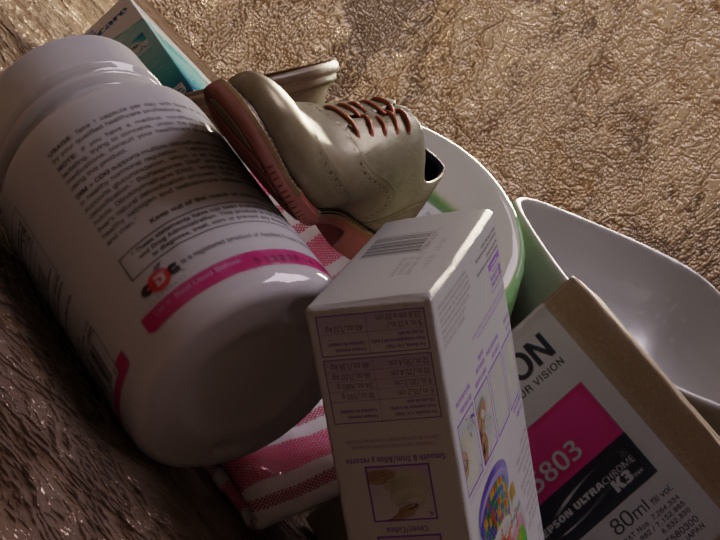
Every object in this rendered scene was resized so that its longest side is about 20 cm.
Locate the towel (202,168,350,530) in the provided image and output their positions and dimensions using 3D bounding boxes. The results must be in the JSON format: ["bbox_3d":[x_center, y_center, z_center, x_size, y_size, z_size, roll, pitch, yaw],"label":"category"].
[{"bbox_3d":[-0.045,0.029,0.869,0.200,0.146,0.030,51,-35,27],"label":"towel"}]

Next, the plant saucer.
[{"bbox_3d":[-0.108,-0.094,1.048,0.200,0.199,0.030,-96,173,-83],"label":"plant saucer"}]

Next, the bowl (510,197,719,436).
[{"bbox_3d":[0.174,0.053,1.062,0.199,0.075,0.200,20,26,-35],"label":"bowl"}]

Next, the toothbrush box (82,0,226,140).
[{"bbox_3d":[-0.149,-0.115,1.387,0.146,0.085,0.200,45,4,-37],"label":"toothbrush box"}]

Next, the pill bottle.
[{"bbox_3d":[-0.099,-0.016,0.795,0.200,0.113,0.113,52,5,35],"label":"pill bottle"}]

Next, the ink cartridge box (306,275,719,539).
[{"bbox_3d":[0.097,0.131,0.899,0.165,0.200,0.075,49,6,21],"label":"ink cartridge box"}]

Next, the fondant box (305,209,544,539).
[{"bbox_3d":[0.036,0.088,0.762,0.144,0.058,0.202,-47,128,-69],"label":"fondant box"}]

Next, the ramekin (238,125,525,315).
[{"bbox_3d":[0.000,0.000,0.997,0.200,0.199,0.098,51,-35,26],"label":"ramekin"}]

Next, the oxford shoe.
[{"bbox_3d":[-0.014,-0.063,0.810,0.071,0.074,0.200,52,6,18],"label":"oxford shoe"}]
